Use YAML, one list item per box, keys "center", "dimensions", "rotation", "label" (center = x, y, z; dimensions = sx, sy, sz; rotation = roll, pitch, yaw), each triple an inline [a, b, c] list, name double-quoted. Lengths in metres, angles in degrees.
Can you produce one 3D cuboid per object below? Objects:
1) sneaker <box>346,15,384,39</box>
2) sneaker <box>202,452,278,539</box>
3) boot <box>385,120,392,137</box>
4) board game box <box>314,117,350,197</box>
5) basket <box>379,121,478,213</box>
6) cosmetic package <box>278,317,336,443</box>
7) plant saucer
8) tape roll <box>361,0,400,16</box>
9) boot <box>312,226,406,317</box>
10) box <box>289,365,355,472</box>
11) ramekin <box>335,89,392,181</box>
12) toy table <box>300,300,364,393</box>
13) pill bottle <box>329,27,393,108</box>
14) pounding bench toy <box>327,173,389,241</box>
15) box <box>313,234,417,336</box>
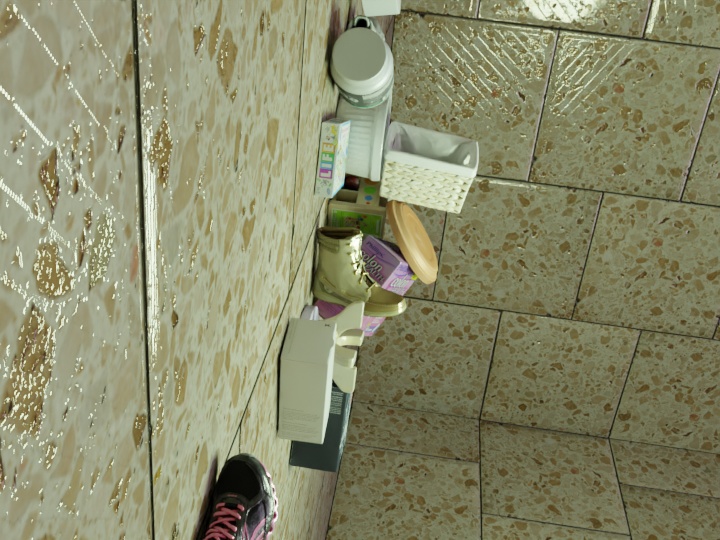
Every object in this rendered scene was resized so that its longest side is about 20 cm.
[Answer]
- center: [0.009, -0.493, 1.730]
  dimensions: [0.200, 0.076, 0.092]
  rotation: [-80, 172, -50]
  label: "sneaker"
- center: [-0.146, 0.300, 0.920]
  dimensions: [0.095, 0.079, 0.200]
  rotation: [55, 40, -69]
  label: "sneaker"
- center: [-0.006, -0.295, 1.983]
  dimensions: [0.186, 0.064, 0.200]
  rotation: [59, -44, 39]
  label: "boot"
- center: [-0.052, -0.219, 1.605]
  dimensions: [0.200, 0.034, 0.135]
  rotation: [-68, 166, -77]
  label: "board game box"
- center: [0.143, -0.220, 1.808]
  dimensions: [0.136, 0.200, 0.123]
  rotation: [-77, -179, -53]
  label: "basket"
- center: [-0.091, 0.191, 1.443]
  dimensions: [0.108, 0.085, 0.200]
  rotation: [-79, 175, -52]
  label: "cosmetic package"
- center: [0.118, -0.067, 1.821]
  dimensions: [0.200, 0.032, 0.200]
  rotation: [55, 18, -28]
  label: "plant saucer"
- center: [0.038, -0.603, 1.646]
  dimensions: [0.202, 0.071, 0.203]
  rotation: [-3, 90, -84]
  label: "tape roll"
- center: [0.000, 0.000, 1.653]
  dimensions: [0.073, 0.200, 0.156]
  rotation: [-40, 141, -54]
  label: "boot"
- center: [-0.078, 0.306, 1.799]
  dimensions: [0.200, 0.104, 0.182]
  rotation: [-61, 160, -81]
  label: "box"
- center: [0.003, -0.294, 1.783]
  dimensions: [0.200, 0.105, 0.200]
  rotation: [7, 90, -87]
  label: "ramekin"
- center: [-0.059, 0.139, 1.620]
  dimensions: [0.200, 0.117, 0.184]
  rotation: [-74, 171, -64]
  label: "toy table"
- center: [0.004, -0.368, 1.525]
  dimensions: [0.200, 0.113, 0.113]
  rotation: [8, 90, -87]
  label: "pill bottle"
- center: [-0.004, -0.116, 1.914]
  dimensions: [0.156, 0.124, 0.200]
  rotation: [-79, 176, -47]
  label: "pounding bench toy"
- center: [0.020, 0.037, 1.806]
  dimensions: [0.200, 0.097, 0.176]
  rotation: [-53, 162, 9]
  label: "box"
